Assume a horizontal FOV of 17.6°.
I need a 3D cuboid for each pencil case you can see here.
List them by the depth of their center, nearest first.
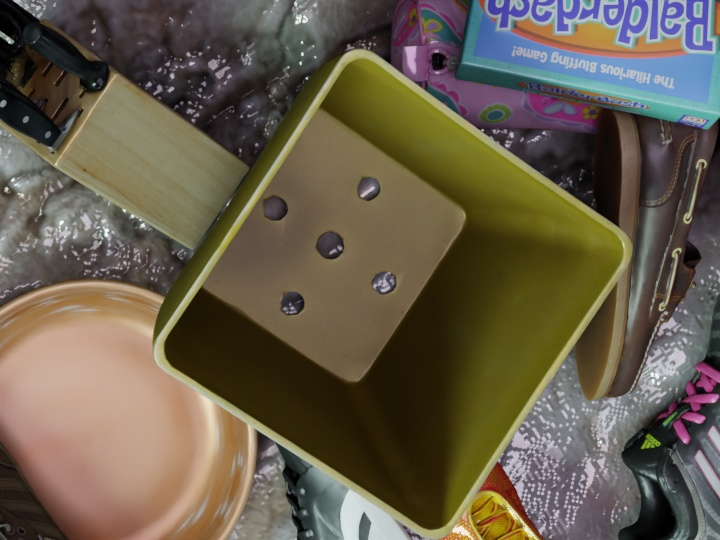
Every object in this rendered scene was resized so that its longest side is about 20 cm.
[{"bbox_3d":[0.114,-0.124,1.381,0.198,0.087,0.088,1,98,-11],"label":"pencil case"}]

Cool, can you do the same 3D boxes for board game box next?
[{"bbox_3d":[0.145,-0.194,1.319,0.151,0.045,0.202,10,83,-1],"label":"board game box"}]

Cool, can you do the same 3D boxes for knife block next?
[{"bbox_3d":[-0.150,-0.083,1.293,0.199,0.176,0.064,36,92,-13],"label":"knife block"}]

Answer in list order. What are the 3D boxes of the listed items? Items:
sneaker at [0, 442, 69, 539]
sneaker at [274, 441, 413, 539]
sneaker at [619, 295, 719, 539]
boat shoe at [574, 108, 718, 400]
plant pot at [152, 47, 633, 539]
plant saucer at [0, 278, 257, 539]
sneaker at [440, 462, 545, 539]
[{"bbox_3d":[-0.211,0.148,1.328,0.070,0.076,0.200,-45,103,-1],"label":"sneaker"},{"bbox_3d":[-0.026,0.176,1.403,0.112,0.073,0.201,-37,104,-5],"label":"sneaker"},{"bbox_3d":[0.208,0.103,1.426,0.087,0.074,0.202,7,101,-17],"label":"sneaker"},{"bbox_3d":[0.172,-0.007,1.389,0.070,0.071,0.201,-4,127,-14],"label":"boat shoe"},{"bbox_3d":[0.000,0.000,1.327,0.199,0.176,0.201,34,91,-17],"label":"plant pot"},{"bbox_3d":[-0.161,0.103,1.388,0.198,0.037,0.202,-1,99,-9],"label":"plant saucer"},{"bbox_3d":[0.093,0.170,1.416,0.073,0.077,0.201,-42,107,-25],"label":"sneaker"}]
